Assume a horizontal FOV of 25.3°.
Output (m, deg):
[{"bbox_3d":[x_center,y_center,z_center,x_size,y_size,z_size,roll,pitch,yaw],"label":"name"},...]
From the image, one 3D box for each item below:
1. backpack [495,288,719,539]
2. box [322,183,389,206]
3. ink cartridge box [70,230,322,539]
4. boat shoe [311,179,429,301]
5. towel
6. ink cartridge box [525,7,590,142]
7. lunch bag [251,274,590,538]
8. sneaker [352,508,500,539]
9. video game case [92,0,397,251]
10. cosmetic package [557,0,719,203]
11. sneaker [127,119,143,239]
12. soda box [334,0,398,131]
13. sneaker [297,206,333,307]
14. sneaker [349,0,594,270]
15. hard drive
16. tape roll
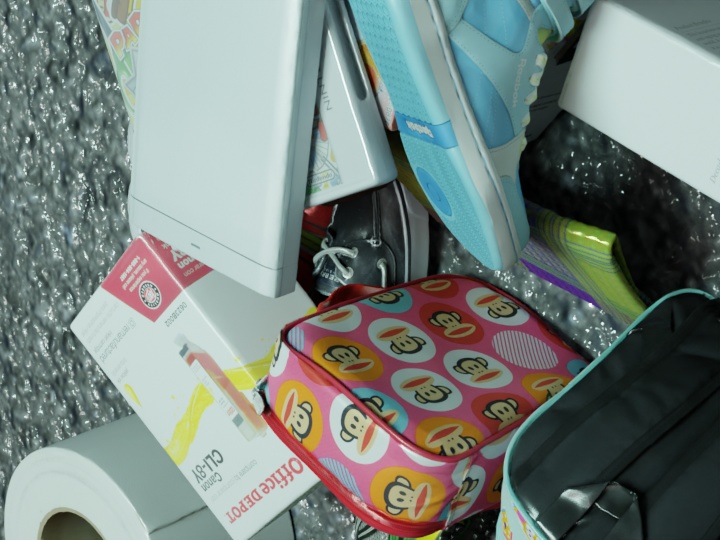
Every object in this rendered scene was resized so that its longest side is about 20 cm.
[{"bbox_3d":[0.173,0.132,0.886,0.176,0.200,0.154,41,143,24],"label":"backpack"},{"bbox_3d":[-0.048,-0.147,1.041,0.075,0.100,0.201,-19,74,44],"label":"box"},{"bbox_3d":[-0.088,0.068,1.093,0.200,0.083,0.145,51,139,5],"label":"ink cartridge box"},{"bbox_3d":[0.000,0.000,1.092,0.072,0.068,0.201,23,120,50],"label":"boat shoe"},{"bbox_3d":[0.092,-0.029,0.971,0.200,0.144,0.023,30,83,35],"label":"towel"},{"bbox_3d":[0.093,-0.187,0.940,0.145,0.084,0.200,54,133,17],"label":"ink cartridge box"},{"bbox_3d":[0.038,0.069,0.993,0.176,0.199,0.082,40,125,31],"label":"lunch bag"},{"bbox_3d":[0.028,0.206,1.143,0.085,0.078,0.201,44,120,33],"label":"sneaker"},{"bbox_3d":[-0.077,-0.118,0.955,0.200,0.023,0.183,-15,93,47],"label":"video game case"},{"bbox_3d":[0.217,-0.079,0.847,0.200,0.101,0.072,37,125,30],"label":"cosmetic package"},{"bbox_3d":[-0.121,-0.073,1.165,0.114,0.075,0.201,7,105,63],"label":"sneaker"},{"bbox_3d":[0.037,-0.183,0.886,0.063,0.068,0.201,34,125,34],"label":"soda box"},{"bbox_3d":[-0.055,-0.030,1.128,0.077,0.085,0.201,17,115,37],"label":"sneaker"},{"bbox_3d":[0.082,-0.105,0.847,0.079,0.130,0.201,36,153,56],"label":"sneaker"},{"bbox_3d":[-0.081,-0.099,0.931,0.132,0.027,0.201,27,121,36],"label":"hard drive"},{"bbox_3d":[-0.170,0.217,1.276,0.202,0.139,0.204,16,114,40],"label":"tape roll"}]
